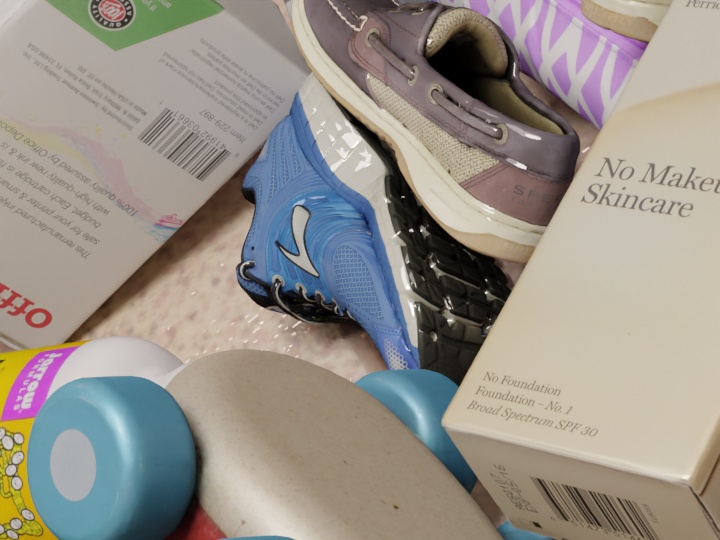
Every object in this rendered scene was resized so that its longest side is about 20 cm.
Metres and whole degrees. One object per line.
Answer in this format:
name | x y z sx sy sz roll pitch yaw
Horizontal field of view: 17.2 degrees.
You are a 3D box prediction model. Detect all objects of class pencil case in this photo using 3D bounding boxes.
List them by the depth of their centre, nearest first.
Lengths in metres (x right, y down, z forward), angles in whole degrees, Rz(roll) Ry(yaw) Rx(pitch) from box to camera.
pencil case | 0.107 -0.108 1.023 0.084 0.086 0.200 -46 42 -2

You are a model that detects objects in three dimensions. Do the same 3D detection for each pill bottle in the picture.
pill bottle | -0.133 0.084 1.026 0.200 0.104 0.104 -9 50 31

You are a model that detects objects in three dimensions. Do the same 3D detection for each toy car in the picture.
toy car | -0.037 0.151 0.875 0.177 0.184 0.200 44 118 36

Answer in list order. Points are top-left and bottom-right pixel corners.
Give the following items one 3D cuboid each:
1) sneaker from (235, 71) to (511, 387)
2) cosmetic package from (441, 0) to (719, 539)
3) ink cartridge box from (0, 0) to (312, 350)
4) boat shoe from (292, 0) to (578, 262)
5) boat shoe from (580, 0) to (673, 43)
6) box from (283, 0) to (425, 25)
sneaker | 0.000 0.000 1.033 0.089 0.078 0.200 -48 36 15
cosmetic package | 0.124 0.001 0.828 0.103 0.073 0.200 10 60 36
ink cartridge box | -0.143 -0.074 1.112 0.200 0.145 0.088 -45 38 15
boat shoe | 0.036 -0.081 1.006 0.065 0.072 0.200 -62 38 24
boat shoe | 0.171 -0.140 0.946 0.200 0.065 0.072 -18 38 -33
box | 0.024 -0.193 1.192 0.156 0.041 0.200 -32 43 11
